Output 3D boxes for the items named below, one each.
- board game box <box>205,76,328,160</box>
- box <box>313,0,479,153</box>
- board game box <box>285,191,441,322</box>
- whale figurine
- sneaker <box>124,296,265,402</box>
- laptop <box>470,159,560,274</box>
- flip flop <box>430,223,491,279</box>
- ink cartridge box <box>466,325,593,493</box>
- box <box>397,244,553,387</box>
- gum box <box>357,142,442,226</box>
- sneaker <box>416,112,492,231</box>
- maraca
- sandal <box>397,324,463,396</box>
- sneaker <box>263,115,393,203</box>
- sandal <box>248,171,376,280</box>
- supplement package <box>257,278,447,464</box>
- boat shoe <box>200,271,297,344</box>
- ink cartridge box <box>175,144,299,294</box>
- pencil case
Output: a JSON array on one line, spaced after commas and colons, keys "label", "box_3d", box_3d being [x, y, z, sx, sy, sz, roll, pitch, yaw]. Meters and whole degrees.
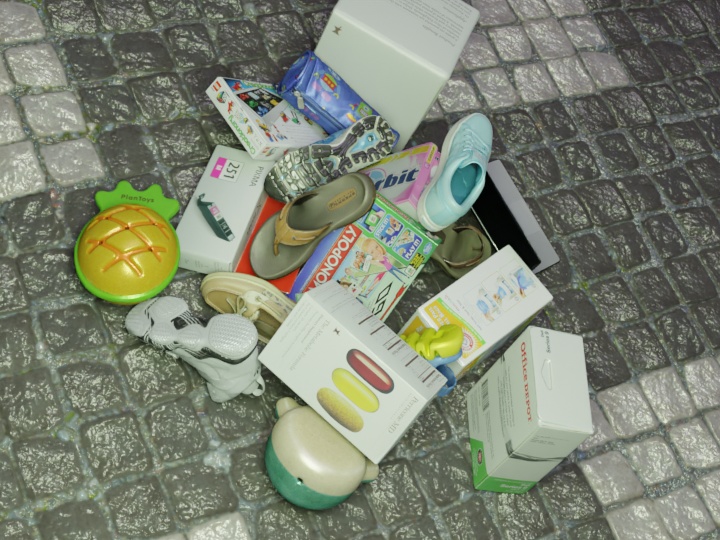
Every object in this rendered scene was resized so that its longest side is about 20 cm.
[{"label": "board game box", "box_3d": [-0.125, -0.215, 1.814, 0.127, 0.035, 0.199, 55, 25, 16]}, {"label": "box", "box_3d": [0.039, -0.330, 1.913, 0.197, 0.201, 0.172, 29, 50, -4]}, {"label": "board game box", "box_3d": [0.000, 0.000, 1.694, 0.134, 0.201, 0.029, 36, 21, 3]}, {"label": "whale figurine", "box_3d": [-0.050, 0.226, 1.599, 0.158, 0.104, 0.200, 35, 28, 1]}, {"label": "sneaker", "box_3d": [-0.209, 0.106, 1.609, 0.198, 0.116, 0.075, 10, 46, 27]}, {"label": "laptop", "box_3d": [0.232, -0.092, 1.853, 0.199, 0.116, 0.189, -22, 80, -47]}, {"label": "flip flop", "box_3d": [0.145, -0.037, 1.803, 0.057, 0.200, 0.082, 5, 77, 30]}, {"label": "ink cartridge box", "box_3d": [0.220, 0.187, 1.656, 0.083, 0.200, 0.148, 10, 56, -17]}, {"label": "box", "box_3d": [0.155, 0.071, 1.759, 0.199, 0.113, 0.102, -33, 77, -35]}, {"label": "gum box", "box_3d": [0.032, -0.099, 1.760, 0.066, 0.198, 0.114, 48, 46, -31]}, {"label": "sneaker", "box_3d": [0.148, -0.138, 1.684, 0.074, 0.082, 0.202, 38, 57, -22]}, {"label": "maraca", "box_3d": [-0.301, -0.039, 1.640, 0.135, 0.108, 0.202, 8, 50, -8]}, {"label": "sandal", "box_3d": [0.049, 0.130, 1.656, 0.080, 0.198, 0.088, -47, 126, -56]}, {"label": "sneaker", "box_3d": [-0.048, -0.148, 1.769, 0.198, 0.090, 0.079, -27, 97, -19]}, {"label": "sandal", "box_3d": [-0.069, -0.063, 1.641, 0.082, 0.199, 0.054, 64, 16, 16]}, {"label": "supplement package", "box_3d": [-0.008, 0.123, 1.569, 0.199, 0.114, 0.109, 40, 18, 8]}, {"label": "boat shoe", "box_3d": [-0.124, 0.065, 1.669, 0.198, 0.073, 0.063, 24, 50, -8]}, {"label": "ink cartridge box", "box_3d": [-0.150, -0.073, 1.736, 0.171, 0.044, 0.202, 13, 53, 9]}, {"label": "pencil case", "box_3d": [-0.033, -0.234, 1.855, 0.200, 0.078, 0.087, 40, 38, -18]}]
